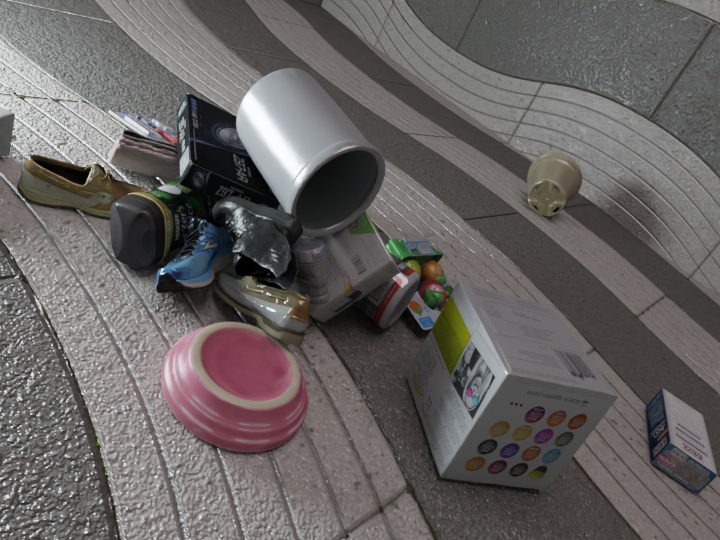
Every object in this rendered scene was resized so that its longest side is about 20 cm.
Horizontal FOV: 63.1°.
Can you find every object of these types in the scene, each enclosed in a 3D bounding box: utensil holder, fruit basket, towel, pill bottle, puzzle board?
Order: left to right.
[{"bbox_3d":[-0.386,-0.264,1.185,0.197,0.018,0.150,34,12,9],"label":"puzzle board"},{"bbox_3d":[-0.334,-0.188,1.031,0.195,0.033,0.190,14,-7,-27],"label":"towel"},{"bbox_3d":[-0.080,-0.185,0.904,0.167,0.171,0.202,-4,50,-45],"label":"utensil holder"},{"bbox_3d":[0.000,0.000,1.050,0.198,0.118,0.115,37,29,15],"label":"pill bottle"},{"bbox_3d":[0.130,0.022,1.161,0.182,0.095,0.201,-3,45,-45],"label":"fruit basket"}]

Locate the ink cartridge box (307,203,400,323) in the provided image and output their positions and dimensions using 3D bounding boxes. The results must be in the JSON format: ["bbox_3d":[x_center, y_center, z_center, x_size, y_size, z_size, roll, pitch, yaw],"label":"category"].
[{"bbox_3d":[-0.048,0.001,0.961,0.119,0.197,0.067,60,6,22],"label":"ink cartridge box"}]

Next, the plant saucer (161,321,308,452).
[{"bbox_3d":[-0.154,0.136,0.759,0.196,0.052,0.202,22,28,-12],"label":"plant saucer"}]

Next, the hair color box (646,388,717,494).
[{"bbox_3d":[0.625,0.329,1.152,0.099,0.061,0.200,34,28,9],"label":"hair color box"}]

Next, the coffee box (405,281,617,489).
[{"bbox_3d":[0.210,0.173,0.876,0.195,0.201,0.202,14,29,-22],"label":"coffee box"}]

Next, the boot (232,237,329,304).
[{"bbox_3d":[-0.126,-0.004,0.910,0.197,0.098,0.073,16,30,42],"label":"boot"}]

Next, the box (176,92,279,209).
[{"bbox_3d":[-0.217,-0.187,0.956,0.157,0.044,0.203,21,35,-34],"label":"box"}]

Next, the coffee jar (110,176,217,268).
[{"bbox_3d":[-0.300,-0.082,0.916,0.083,0.107,0.200,17,26,14],"label":"coffee jar"}]

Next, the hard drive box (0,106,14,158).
[{"bbox_3d":[-0.633,-0.206,0.841,0.153,0.078,0.201,28,29,-3],"label":"hard drive box"}]

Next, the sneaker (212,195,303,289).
[{"bbox_3d":[-0.158,-0.040,0.833,0.195,0.061,0.105,14,57,29],"label":"sneaker"}]

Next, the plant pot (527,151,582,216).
[{"bbox_3d":[0.678,-0.293,2.096,0.198,0.203,0.184,32,40,8],"label":"plant pot"}]

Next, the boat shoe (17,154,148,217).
[{"bbox_3d":[-0.426,-0.134,0.926,0.196,0.067,0.075,5,36,-38],"label":"boat shoe"}]

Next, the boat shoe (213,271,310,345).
[{"bbox_3d":[-0.141,0.037,0.861,0.197,0.070,0.074,27,5,37],"label":"boat shoe"}]

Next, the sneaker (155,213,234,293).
[{"bbox_3d":[-0.252,-0.030,0.874,0.076,0.093,0.201,-6,20,11],"label":"sneaker"}]
